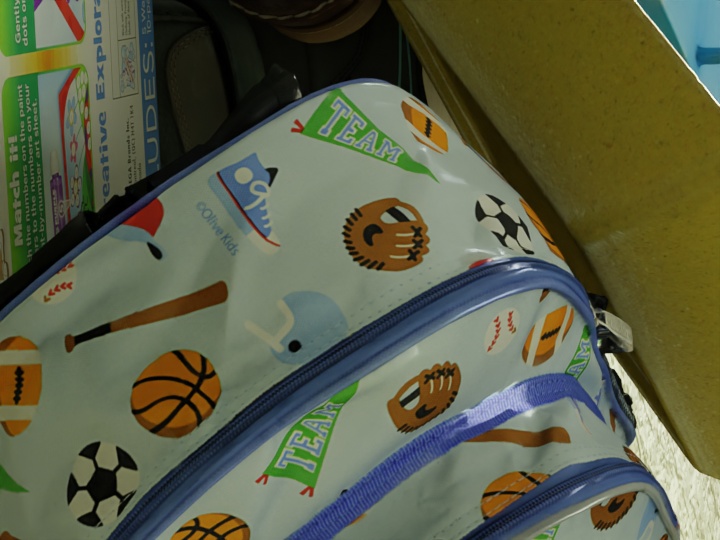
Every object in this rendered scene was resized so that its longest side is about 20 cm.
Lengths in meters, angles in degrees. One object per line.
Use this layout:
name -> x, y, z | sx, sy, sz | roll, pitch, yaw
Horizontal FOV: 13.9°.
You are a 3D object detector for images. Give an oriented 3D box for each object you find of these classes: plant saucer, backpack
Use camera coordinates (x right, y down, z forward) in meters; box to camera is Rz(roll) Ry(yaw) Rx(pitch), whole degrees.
plant saucer -> 0.066, -0.033, 0.852 | 0.200, 0.048, 0.200 | 57, 0, 37
backpack -> -0.016, 0.049, 0.742 | 0.200, 0.154, 0.191 | -43, 151, -6

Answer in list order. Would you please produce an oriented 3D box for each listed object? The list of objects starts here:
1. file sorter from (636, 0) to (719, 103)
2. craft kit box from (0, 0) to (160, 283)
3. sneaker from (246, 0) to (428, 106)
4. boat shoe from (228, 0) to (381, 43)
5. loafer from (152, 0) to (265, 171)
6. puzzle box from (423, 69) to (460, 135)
file sorter -> 0.147, -0.115, 0.834 | 0.200, 0.122, 0.140 | 56, 37, -52
craft kit box -> -0.106, -0.084, 0.757 | 0.197, 0.048, 0.201 | -29, 117, -75
sneaker -> 0.000, 0.000, 0.939 | 0.075, 0.079, 0.201 | -157, -119, -71
boat shoe -> -0.036, -0.169, 0.890 | 0.070, 0.070, 0.201 | 30, 40, -64
loafer -> -0.062, 0.016, 0.893 | 0.063, 0.072, 0.201 | -10, 95, -45
puzzle box -> 0.016, 0.007, 1.073 | 0.133, 0.025, 0.201 | -117, -149, -76
